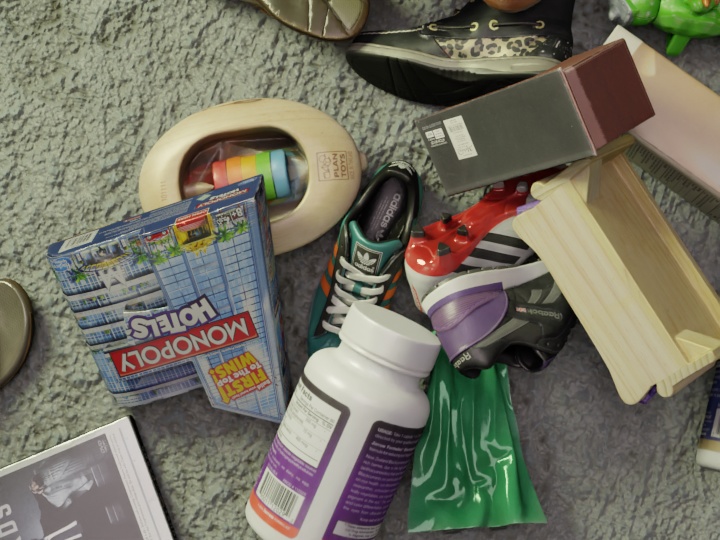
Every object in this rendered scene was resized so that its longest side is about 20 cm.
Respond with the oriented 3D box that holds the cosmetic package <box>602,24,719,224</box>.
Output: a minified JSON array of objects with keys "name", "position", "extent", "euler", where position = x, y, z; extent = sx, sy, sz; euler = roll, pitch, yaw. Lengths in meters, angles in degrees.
[{"name":"cosmetic package","position":[0.274,-0.113,1.314],"extent":[0.199,0.105,0.071],"euler":[36,88,5]}]

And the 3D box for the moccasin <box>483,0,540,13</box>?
[{"name":"moccasin","position":[0.163,-0.302,1.287],"extent":[0.073,0.078,0.202],"euler":[37,84,30]}]

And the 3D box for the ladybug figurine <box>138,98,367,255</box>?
[{"name":"ladybug figurine","position":[-0.091,-0.077,1.347],"extent":[0.197,0.072,0.138],"euler":[-5,85,3]}]

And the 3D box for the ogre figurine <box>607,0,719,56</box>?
[{"name":"ogre figurine","position":[0.287,-0.255,1.335],"extent":[0.198,0.098,0.121],"euler":[16,69,-24]}]

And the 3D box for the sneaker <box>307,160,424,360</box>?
[{"name":"sneaker","position":[0.000,0.000,1.328],"extent":[0.071,0.080,0.202],"euler":[18,88,6]}]

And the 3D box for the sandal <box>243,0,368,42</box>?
[{"name":"sandal","position":[-0.078,-0.254,1.371],"extent":[0.198,0.055,0.083],"euler":[19,81,20]}]

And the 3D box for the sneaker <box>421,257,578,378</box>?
[{"name":"sneaker","position":[0.148,0.041,1.291],"extent":[0.198,0.076,0.088],"euler":[-13,69,-26]}]

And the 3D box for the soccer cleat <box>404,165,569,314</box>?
[{"name":"soccer cleat","position":[0.121,-0.029,1.331],"extent":[0.199,0.086,0.069],"euler":[-28,48,-24]}]

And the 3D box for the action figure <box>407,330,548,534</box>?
[{"name":"action figure","position":[0.090,0.119,1.320],"extent":[0.116,0.055,0.203],"euler":[-1,74,-7]}]

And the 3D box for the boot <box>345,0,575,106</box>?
[{"name":"boot","position":[0.098,-0.225,1.357],"extent":[0.201,0.074,0.156],"euler":[8,69,21]}]

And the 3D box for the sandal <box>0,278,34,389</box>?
[{"name":"sandal","position":[-0.366,0.088,1.354],"extent":[0.199,0.055,0.082],"euler":[-38,83,-1]}]

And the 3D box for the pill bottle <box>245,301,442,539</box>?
[{"name":"pill bottle","position":[-0.009,0.134,1.281],"extent":[0.110,0.111,0.202],"euler":[25,99,6]}]

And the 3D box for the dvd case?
[{"name":"dvd case","position":[-0.264,0.233,1.349],"extent":[0.198,0.025,0.152],"euler":[-22,83,0]}]

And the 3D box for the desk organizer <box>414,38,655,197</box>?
[{"name":"desk organizer","position":[0.139,-0.122,1.264],"extent":[0.077,0.199,0.072],"euler":[-29,99,-31]}]

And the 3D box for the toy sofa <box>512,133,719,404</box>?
[{"name":"toy sofa","position":[0.219,0.000,1.257],"extent":[0.097,0.082,0.201],"euler":[-39,80,41]}]

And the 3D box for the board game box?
[{"name":"board game box","position":[-0.140,0.047,1.309],"extent":[0.198,0.062,0.202],"euler":[-17,111,11]}]

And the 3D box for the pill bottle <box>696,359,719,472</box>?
[{"name":"pill bottle","position":[0.352,0.076,1.286],"extent":[0.110,0.111,0.203],"euler":[14,85,5]}]
